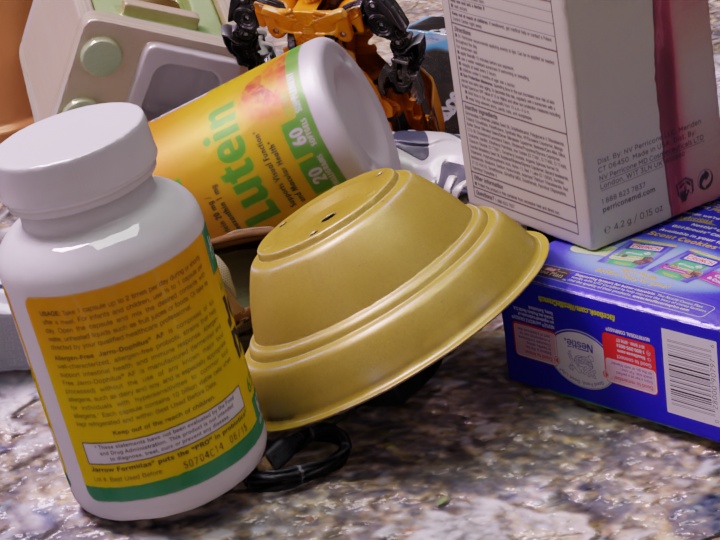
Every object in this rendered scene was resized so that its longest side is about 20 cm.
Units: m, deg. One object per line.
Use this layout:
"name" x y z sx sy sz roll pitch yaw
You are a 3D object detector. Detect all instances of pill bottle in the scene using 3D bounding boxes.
"pill bottle" -0.084 -0.055 1.535 0.199 0.112 0.111 -25 18 17
"pill bottle" -0.126 0.020 1.292 0.112 0.201 0.113 -14 21 5

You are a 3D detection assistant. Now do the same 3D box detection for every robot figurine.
"robot figurine" -0.011 -0.125 1.626 0.144 0.201 0.058 6 45 24

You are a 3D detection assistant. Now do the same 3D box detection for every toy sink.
"toy sink" -0.151 -0.137 1.701 0.129 0.113 0.200 9 32 -21

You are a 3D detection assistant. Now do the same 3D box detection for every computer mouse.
"computer mouse" -0.009 0.069 1.384 0.058 0.034 0.200 7 27 25

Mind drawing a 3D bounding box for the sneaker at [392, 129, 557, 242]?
"sneaker" 0.061 -0.035 1.552 0.197 0.080 0.130 -6 21 -7

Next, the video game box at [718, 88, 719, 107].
"video game box" 0.316 -0.088 1.661 0.199 0.047 0.182 -14 22 -19

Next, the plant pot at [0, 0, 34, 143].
"plant pot" -0.299 -0.158 1.849 0.198 0.141 0.200 -6 23 2

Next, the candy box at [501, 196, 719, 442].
"candy box" 0.206 0.014 1.408 0.199 0.078 0.168 -26 29 -38

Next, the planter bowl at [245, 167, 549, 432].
"planter bowl" 0.000 0.000 1.378 0.199 0.084 0.201 -30 13 7

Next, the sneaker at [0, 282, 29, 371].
"sneaker" -0.230 0.021 1.493 0.198 0.073 0.071 4 38 -4

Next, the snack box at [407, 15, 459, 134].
"snack box" 0.122 -0.102 1.650 0.199 0.117 0.037 10 27 33

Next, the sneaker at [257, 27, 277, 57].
"sneaker" -0.085 -0.146 1.801 0.075 0.116 0.200 -18 26 -28

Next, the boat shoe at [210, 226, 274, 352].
"boat shoe" -0.104 0.016 1.433 0.199 0.074 0.076 -22 66 -43

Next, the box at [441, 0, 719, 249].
"box" 0.127 -0.132 1.427 0.108 0.201 0.128 -21 25 -28
